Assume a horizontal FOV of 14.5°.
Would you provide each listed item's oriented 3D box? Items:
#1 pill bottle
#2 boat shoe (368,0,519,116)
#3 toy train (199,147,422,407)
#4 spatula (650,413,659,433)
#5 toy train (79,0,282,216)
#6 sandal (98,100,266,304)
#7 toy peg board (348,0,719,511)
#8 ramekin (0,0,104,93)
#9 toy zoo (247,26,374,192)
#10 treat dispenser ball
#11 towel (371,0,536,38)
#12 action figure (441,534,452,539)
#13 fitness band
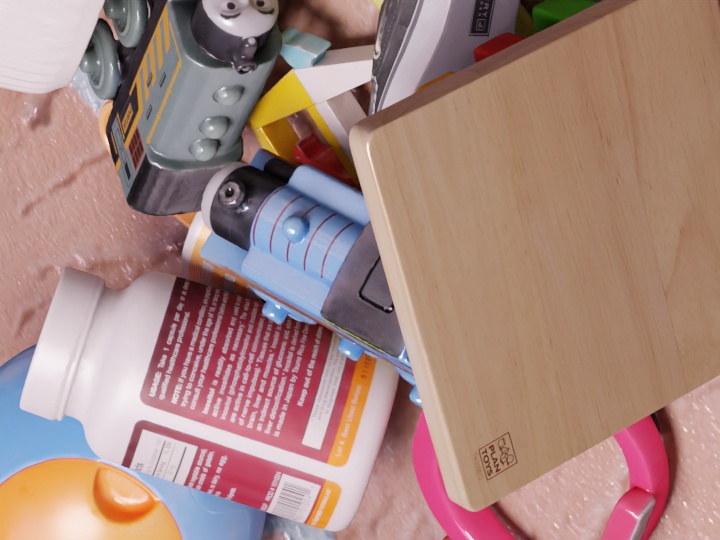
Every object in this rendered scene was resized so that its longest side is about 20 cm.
[{"bbox_3d":[-0.086,0.067,1.611,0.199,0.113,0.113,18,139,-4],"label":"pill bottle"},{"bbox_3d":[0.038,-0.119,1.393,0.057,0.068,0.201,27,106,46],"label":"boat shoe"},{"bbox_3d":[0.000,0.000,1.476,0.199,0.087,0.114,29,174,31],"label":"toy train"},{"bbox_3d":[0.110,0.005,1.487,0.056,0.021,0.201,-8,113,50],"label":"spatula"},{"bbox_3d":[-0.092,-0.118,1.539,0.200,0.085,0.115,122,135,-54],"label":"toy train"},{"bbox_3d":[-0.092,-0.025,1.655,0.206,0.059,0.079,36,140,23],"label":"sandal"},{"bbox_3d":[0.083,-0.025,1.363,0.098,0.198,0.201,25,137,56],"label":"toy peg board"},{"bbox_3d":[-0.178,-0.189,1.511,0.105,0.201,0.200,20,142,-8],"label":"ramekin"},{"bbox_3d":[0.013,-0.046,1.539,0.131,0.020,0.201,-19,109,53],"label":"toy zoo"},{"bbox_3d":[-0.157,0.137,1.738,0.200,0.201,0.202,28,136,31],"label":"treat dispenser ball"},{"bbox_3d":[0.014,-0.173,1.457,0.200,0.018,0.086,52,145,3],"label":"towel"},{"bbox_3d":[0.116,0.233,1.642,0.200,0.052,0.066,39,137,17],"label":"action figure"},{"bbox_3d":[0.097,0.107,1.556,0.143,0.037,0.200,40,146,15],"label":"fitness band"}]
